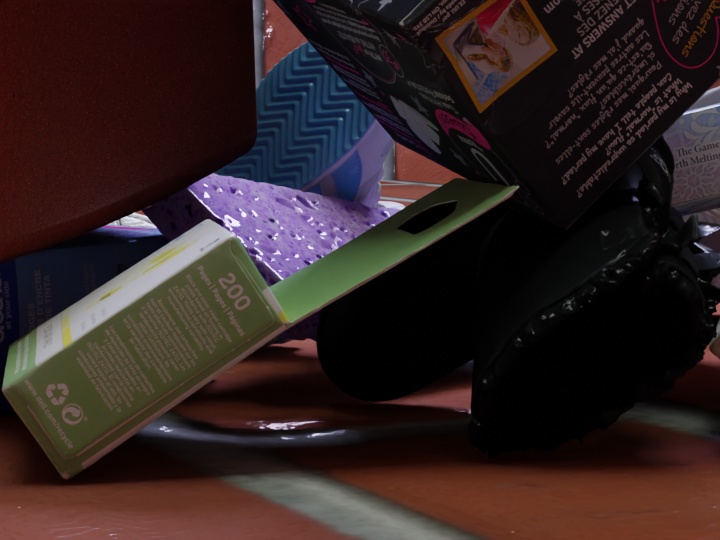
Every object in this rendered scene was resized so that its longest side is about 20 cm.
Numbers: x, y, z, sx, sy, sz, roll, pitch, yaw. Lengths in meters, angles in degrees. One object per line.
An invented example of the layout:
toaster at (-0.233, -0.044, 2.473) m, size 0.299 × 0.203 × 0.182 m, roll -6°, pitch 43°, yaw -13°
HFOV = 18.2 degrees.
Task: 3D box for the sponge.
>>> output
sponge at (0.000, 0.000, 1.093) m, size 0.200 × 0.030 × 0.112 m, roll 9°, pitch 25°, yaw -46°

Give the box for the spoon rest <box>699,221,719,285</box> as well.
spoon rest at (0.133, 0.019, 1.085) m, size 0.099 × 0.061 × 0.200 m, roll -40°, pitch -10°, yaw 21°

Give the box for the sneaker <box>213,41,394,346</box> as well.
sneaker at (-0.025, -0.045, 1.183) m, size 0.081 × 0.200 × 0.077 m, roll 9°, pitch 36°, yaw -45°

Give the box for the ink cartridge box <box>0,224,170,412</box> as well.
ink cartridge box at (-0.178, 0.020, 1.052) m, size 0.136 × 0.077 × 0.200 m, roll 3°, pitch 8°, yaw 36°

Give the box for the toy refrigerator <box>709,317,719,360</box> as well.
toy refrigerator at (0.200, 0.016, 0.948) m, size 0.070 × 0.076 × 0.200 m, roll 41°, pitch 10°, yaw 5°

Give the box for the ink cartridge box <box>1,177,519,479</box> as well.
ink cartridge box at (-0.045, 0.001, 0.888) m, size 0.200 × 0.048 × 0.146 m, roll -34°, pitch 8°, yaw -4°

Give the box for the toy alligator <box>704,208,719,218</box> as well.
toy alligator at (0.116, -0.034, 1.209) m, size 0.200 × 0.059 × 0.054 m, roll -3°, pitch -5°, yaw -36°

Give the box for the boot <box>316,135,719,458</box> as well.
boot at (0.060, 0.021, 0.917) m, size 0.198 × 0.073 × 0.163 m, roll -36°, pitch 23°, yaw 18°

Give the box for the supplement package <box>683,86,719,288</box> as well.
supplement package at (0.245, -0.055, 1.301) m, size 0.200 × 0.117 × 0.117 m, roll -20°, pitch -4°, yaw 26°

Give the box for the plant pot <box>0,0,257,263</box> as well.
plant pot at (-0.156, -0.117, 1.013) m, size 0.176 × 0.201 × 0.200 m, roll -10°, pitch 13°, yaw -34°

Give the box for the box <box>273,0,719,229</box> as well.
box at (0.061, -0.117, 0.937) m, size 0.132 × 0.115 × 0.200 m, roll -44°, pitch 24°, yaw -5°

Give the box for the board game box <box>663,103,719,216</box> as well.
board game box at (0.192, -0.057, 1.062) m, size 0.199 × 0.043 × 0.200 m, roll -14°, pitch -2°, yaw 16°

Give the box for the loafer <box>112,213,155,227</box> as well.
loafer at (-0.107, 0.009, 1.326) m, size 0.199 × 0.072 × 0.063 m, roll -1°, pitch -39°, yaw -13°

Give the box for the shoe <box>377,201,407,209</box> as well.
shoe at (0.069, 0.003, 1.284) m, size 0.091 × 0.072 × 0.200 m, roll -1°, pitch 10°, yaw -24°
